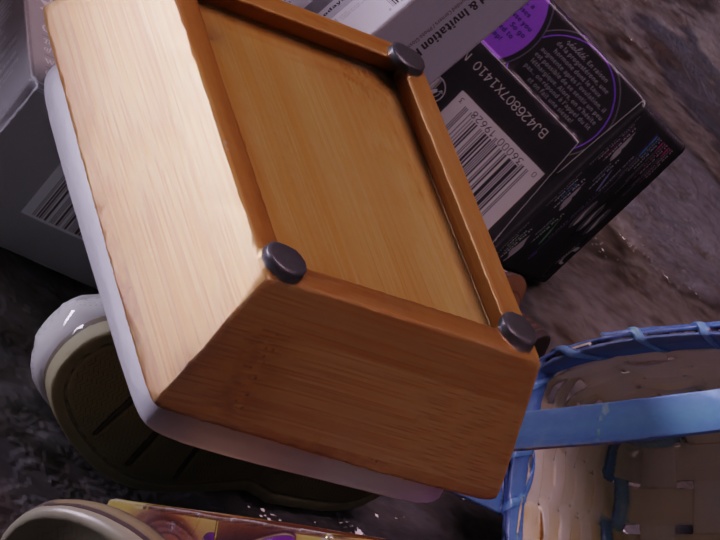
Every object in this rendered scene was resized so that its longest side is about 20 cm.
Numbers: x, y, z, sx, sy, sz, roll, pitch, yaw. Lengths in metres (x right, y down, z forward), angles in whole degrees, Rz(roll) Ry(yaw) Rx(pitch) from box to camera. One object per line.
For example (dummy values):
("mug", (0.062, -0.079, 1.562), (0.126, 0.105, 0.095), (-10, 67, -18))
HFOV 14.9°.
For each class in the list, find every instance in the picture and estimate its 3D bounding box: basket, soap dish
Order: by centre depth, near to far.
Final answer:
("soap dish", (-0.025, -0.019, 1.011), (0.157, 0.081, 0.200), (18, 38, -37))
("basket", (0.134, 0.086, 1.117), (0.200, 0.176, 0.139), (38, 52, -54))

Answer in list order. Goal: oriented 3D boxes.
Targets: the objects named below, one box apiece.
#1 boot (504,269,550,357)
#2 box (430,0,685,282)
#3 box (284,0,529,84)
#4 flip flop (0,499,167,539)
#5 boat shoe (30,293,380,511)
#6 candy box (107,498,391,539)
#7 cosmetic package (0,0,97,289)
("boot", (0.000, 0.000, 1.176), (0.146, 0.070, 0.200), (33, 3, 15))
("box", (0.071, -0.075, 1.321), (0.122, 0.106, 0.200), (48, 7, 11))
("box", (-0.015, -0.126, 1.224), (0.041, 0.156, 0.200), (50, -1, -32))
("flip flop", (-0.074, 0.157, 0.873), (0.058, 0.081, 0.200), (-2, 53, -36))
("boat shoe", (-0.060, 0.042, 1.069), (0.200, 0.075, 0.068), (26, 27, -52))
("candy box", (0.016, 0.125, 0.986), (0.117, 0.056, 0.200), (4, -7, 45))
("cosmetic package", (-0.120, -0.089, 1.164), (0.107, 0.090, 0.200), (23, 34, -28))
